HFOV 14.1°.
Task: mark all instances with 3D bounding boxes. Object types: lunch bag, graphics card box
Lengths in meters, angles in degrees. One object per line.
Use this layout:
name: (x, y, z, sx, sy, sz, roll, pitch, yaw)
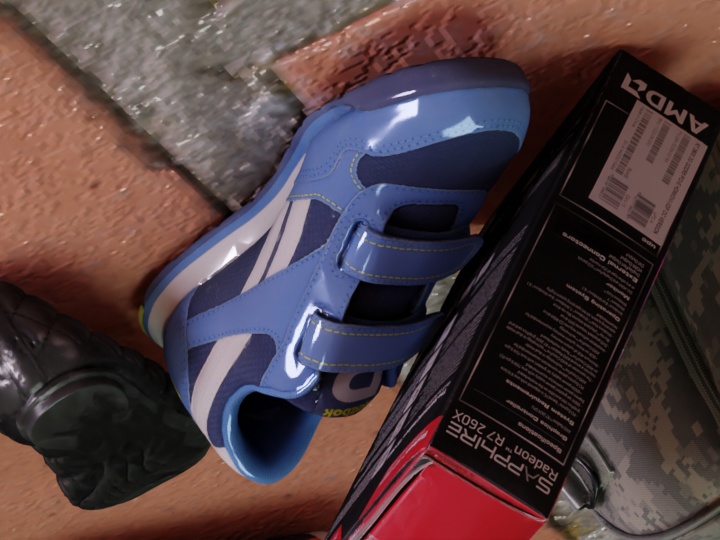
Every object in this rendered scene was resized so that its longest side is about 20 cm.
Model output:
lunch bag: (0.184, 0.027, 1.122, 0.199, 0.140, 0.168, -10, 148, -32)
graphics card box: (0.051, 0.032, 0.998, 0.051, 0.200, 0.126, 30, 140, -4)

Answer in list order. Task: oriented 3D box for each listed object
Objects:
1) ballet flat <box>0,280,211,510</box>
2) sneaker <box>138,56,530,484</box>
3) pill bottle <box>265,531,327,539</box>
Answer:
ballet flat: (-0.098, 0.047, 1.082, 0.066, 0.057, 0.200, -32, 162, -1)
sneaker: (0.000, 0.000, 1.004, 0.074, 0.083, 0.200, 2, 146, -36)
pill bottle: (-0.047, 0.178, 1.297, 0.199, 0.112, 0.112, -8, 153, -25)
